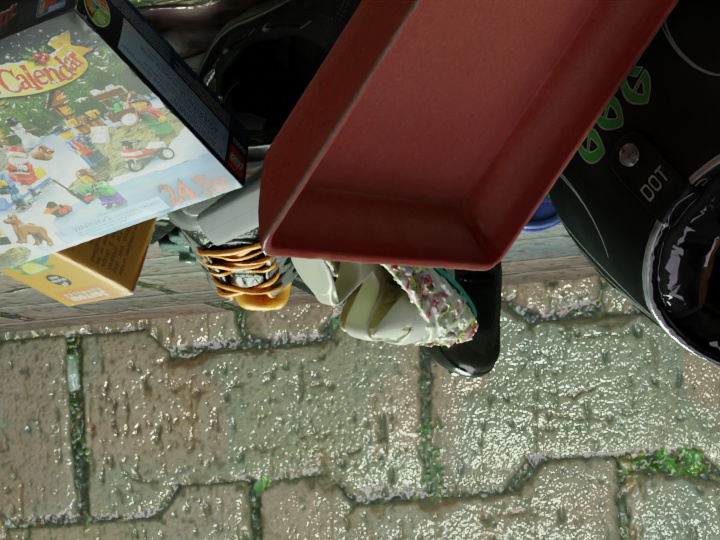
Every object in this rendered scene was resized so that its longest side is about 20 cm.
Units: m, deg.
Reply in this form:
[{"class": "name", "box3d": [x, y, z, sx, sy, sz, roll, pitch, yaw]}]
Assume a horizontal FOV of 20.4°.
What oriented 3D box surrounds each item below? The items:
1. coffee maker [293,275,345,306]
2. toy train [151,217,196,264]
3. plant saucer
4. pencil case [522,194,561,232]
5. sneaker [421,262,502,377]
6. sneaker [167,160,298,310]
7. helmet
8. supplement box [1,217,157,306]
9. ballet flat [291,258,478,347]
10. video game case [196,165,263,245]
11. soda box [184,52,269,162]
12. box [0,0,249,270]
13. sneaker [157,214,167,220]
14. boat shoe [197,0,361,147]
[{"class": "coffee maker", "box3d": [-0.021, -0.032, 1.479, 0.192, 0.135, 0.200, -4, 175, 2]}, {"class": "toy train", "box3d": [-0.146, -0.055, 1.455, 0.114, 0.085, 0.200, 9, 174, -13]}, {"class": "plant saucer", "box3d": [0.052, -0.092, 0.824, 0.037, 0.200, 0.200, 42, -161, 25]}, {"class": "pencil case", "box3d": [0.049, -0.063, 1.115, 0.087, 0.078, 0.200, 28, 171, -22]}, {"class": "sneaker", "box3d": [0.063, -0.036, 1.241, 0.066, 0.200, 0.090, 6, 157, -34]}, {"class": "sneaker", "box3d": [-0.067, -0.020, 1.173, 0.078, 0.077, 0.200, -5, 175, 9]}, {"class": "helmet", "box3d": [0.184, -0.065, 0.979, 0.200, 0.200, 0.191, -7, -140, -8]}, {"class": "supplement box", "box3d": [-0.207, -0.049, 1.095, 0.200, 0.069, 0.066, 28, 154, -37]}, {"class": "ballet flat", "box3d": [0.000, 0.000, 1.138, 0.076, 0.064, 0.200, 9, 152, 40]}, {"class": "video game case", "box3d": [0.020, -0.086, 0.976, 0.182, 0.023, 0.200, -39, -172, -22]}, {"class": "soda box", "box3d": [-0.093, -0.087, 1.186, 0.068, 0.064, 0.200, 0, 174, -41]}, {"class": "box", "box3d": [-0.174, -0.063, 0.967, 0.200, 0.038, 0.137, -18, 138, 26]}, {"class": "sneaker", "box3d": [-0.100, -0.076, 1.308, 0.200, 0.072, 0.080, -10, 174, -16]}, {"class": "boat shoe", "box3d": [-0.042, -0.092, 0.998, 0.066, 0.070, 0.200, -44, -166, -30]}]
